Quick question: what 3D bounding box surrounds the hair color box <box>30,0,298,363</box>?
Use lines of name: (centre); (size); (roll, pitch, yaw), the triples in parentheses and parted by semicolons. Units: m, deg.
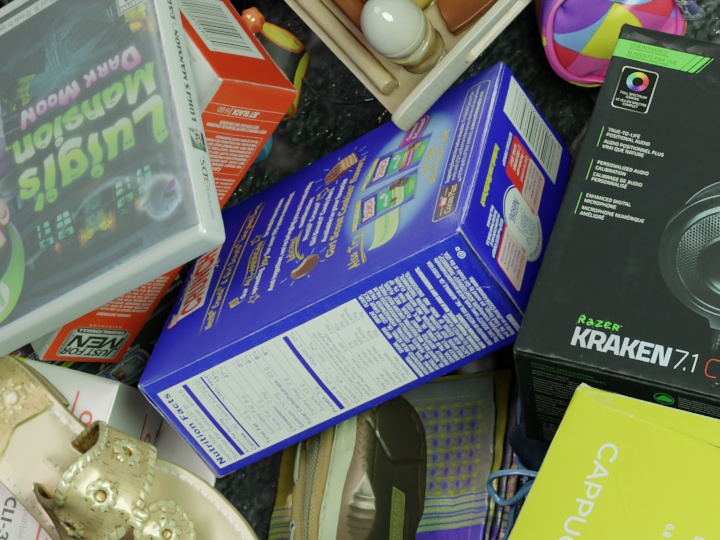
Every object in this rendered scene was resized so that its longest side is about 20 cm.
hair color box: (-0.127, -0.056, 1.383); (0.200, 0.061, 0.102); (-53, 54, 26)

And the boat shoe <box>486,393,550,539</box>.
boat shoe: (0.097, 0.088, 1.257); (0.084, 0.069, 0.201); (-20, 55, 21)

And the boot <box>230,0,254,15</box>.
boot: (-0.136, -0.210, 1.529); (0.079, 0.158, 0.212); (-19, 54, 22)

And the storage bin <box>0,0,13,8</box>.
storage bin: (-0.229, -0.177, 1.537); (0.145, 0.200, 0.135); (-2, 61, 15)

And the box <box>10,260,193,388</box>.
box: (-0.187, 0.020, 1.500); (0.200, 0.044, 0.161); (-36, 50, 10)

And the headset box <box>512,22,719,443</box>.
headset box: (0.183, -0.006, 1.199); (0.173, 0.093, 0.201); (14, 62, 15)

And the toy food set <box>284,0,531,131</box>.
toy food set: (0.014, -0.184, 1.337); (0.144, 0.060, 0.200); (-46, 57, 8)

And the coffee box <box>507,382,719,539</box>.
coffee box: (0.169, 0.192, 1.063); (0.199, 0.198, 0.200); (14, 71, 38)

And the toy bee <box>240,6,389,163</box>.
toy bee: (-0.069, -0.117, 1.433); (0.199, 0.109, 0.132); (-14, 61, 12)

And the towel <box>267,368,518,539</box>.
towel: (0.007, 0.146, 1.312); (0.143, 0.023, 0.201); (-3, 61, 30)

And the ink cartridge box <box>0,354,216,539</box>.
ink cartridge box: (-0.182, 0.108, 1.391); (0.199, 0.067, 0.117); (11, 81, 22)

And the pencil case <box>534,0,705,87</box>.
pencil case: (0.126, -0.190, 1.382); (0.088, 0.088, 0.201); (-26, 43, 17)

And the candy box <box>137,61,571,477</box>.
candy box: (0.000, 0.000, 1.312); (0.199, 0.077, 0.169); (-25, 25, 26)

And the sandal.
sandal: (-0.146, 0.108, 1.302); (0.211, 0.070, 0.078); (36, 91, 25)

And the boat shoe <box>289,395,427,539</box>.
boat shoe: (-0.013, 0.157, 1.269); (0.076, 0.072, 0.201); (-22, 43, 36)

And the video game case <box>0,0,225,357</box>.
video game case: (-0.167, -0.059, 1.337); (0.199, 0.023, 0.183); (-26, 64, 28)

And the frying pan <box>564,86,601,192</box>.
frying pan: (0.133, -0.066, 1.353); (0.115, 0.031, 0.190); (-53, 38, -9)
